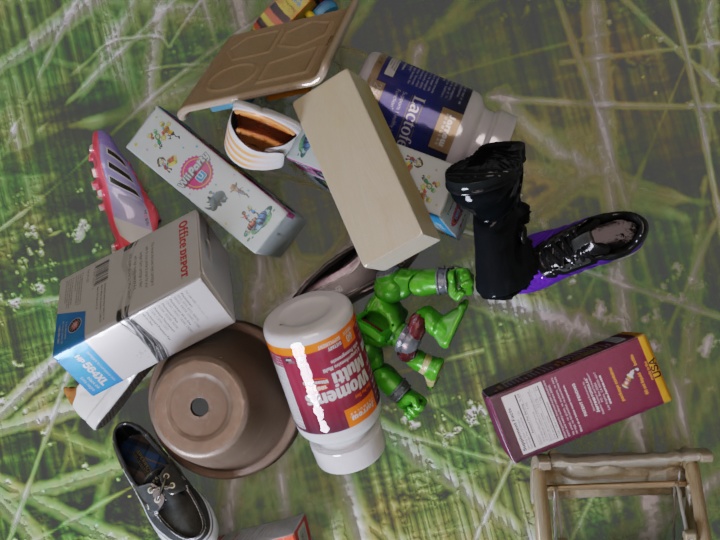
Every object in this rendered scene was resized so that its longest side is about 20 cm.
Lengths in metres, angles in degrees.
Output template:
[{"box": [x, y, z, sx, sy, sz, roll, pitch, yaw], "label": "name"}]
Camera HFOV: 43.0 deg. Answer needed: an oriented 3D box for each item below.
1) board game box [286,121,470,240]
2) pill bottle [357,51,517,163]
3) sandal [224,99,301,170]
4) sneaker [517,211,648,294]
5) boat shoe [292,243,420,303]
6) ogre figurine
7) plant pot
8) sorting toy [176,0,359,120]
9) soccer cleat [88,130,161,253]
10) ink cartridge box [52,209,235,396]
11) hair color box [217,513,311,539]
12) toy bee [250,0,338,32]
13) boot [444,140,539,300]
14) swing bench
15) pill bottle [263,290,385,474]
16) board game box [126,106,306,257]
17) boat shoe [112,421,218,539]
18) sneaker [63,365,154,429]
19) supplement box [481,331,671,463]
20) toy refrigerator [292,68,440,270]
[{"box": [0.029, -0.111, 1.094, 0.198, 0.147, 0.065, 21, 87, 17], "label": "board game box"}, {"box": [0.085, -0.182, 1.130, 0.198, 0.116, 0.117, 22, 87, 3], "label": "pill bottle"}, {"box": [-0.117, -0.141, 1.047, 0.078, 0.207, 0.060, 19, 84, -8], "label": "sandal"}, {"box": [0.258, -0.029, 1.116, 0.198, 0.100, 0.070, -21, 83, 2], "label": "sneaker"}, {"box": [0.000, 0.000, 1.151, 0.199, 0.057, 0.067, -35, 83, 0], "label": "boat shoe"}, {"box": [0.055, 0.072, 1.119, 0.119, 0.098, 0.201, 25, 131, 10], "label": "ogre figurine"}, {"box": [-0.173, 0.160, 1.093, 0.198, 0.175, 0.203, 0, 87, 3], "label": "plant pot"}, {"box": [-0.102, -0.242, 1.069, 0.198, 0.186, 0.037, -12, 125, 23], "label": "sorting toy"}, {"box": [-0.298, -0.086, 1.180, 0.076, 0.067, 0.202, -14, 83, -20], "label": "soccer cleat"}, {"box": [-0.255, 0.036, 1.085, 0.199, 0.147, 0.085, -26, 127, 7], "label": "ink cartridge box"}, {"box": [-0.161, 0.359, 1.109, 0.198, 0.111, 0.065, -14, 86, 3], "label": "hair color box"}, {"box": [-0.068, -0.360, 1.158, 0.130, 0.109, 0.201, 27, 88, 7], "label": "toy bee"}, {"box": [0.150, -0.044, 1.011, 0.076, 0.200, 0.170, -1, 107, 20], "label": "boot"}, {"box": [0.307, 0.310, 1.079, 0.197, 0.130, 0.202, -2, 80, 4], "label": "swing bench"}, {"box": [-0.037, 0.134, 1.085, 0.109, 0.110, 0.202, -16, 114, 2], "label": "pill bottle"}, {"box": [-0.170, -0.103, 1.117, 0.199, 0.148, 0.064, 38, 92, 5], "label": "board game box"}, {"box": [-0.244, 0.260, 1.104, 0.068, 0.057, 0.200, -37, 53, -17], "label": "boat shoe"}, {"box": [-0.300, 0.099, 1.155, 0.085, 0.073, 0.200, 40, 88, 8], "label": "sneaker"}, {"box": [0.253, 0.150, 1.099, 0.198, 0.110, 0.086, -23, 85, 2], "label": "supplement box"}, {"box": [0.007, -0.107, 0.990, 0.075, 0.070, 0.201, -29, 76, 18], "label": "toy refrigerator"}]
